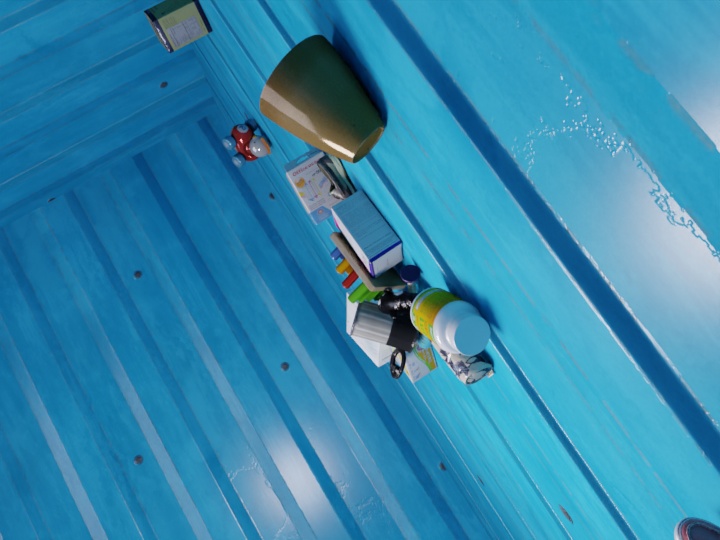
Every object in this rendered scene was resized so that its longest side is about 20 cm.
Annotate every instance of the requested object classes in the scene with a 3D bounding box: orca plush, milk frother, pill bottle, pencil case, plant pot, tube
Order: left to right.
[{"bbox_3d":[-0.057,-0.303,1.099,0.200,0.186,0.186,44,170,5],"label":"plant pot"},{"bbox_3d":[0.060,0.203,1.705,0.187,0.201,0.181,16,173,0],"label":"milk frother"},{"bbox_3d":[0.111,0.103,1.496,0.199,0.071,0.105,5,147,38],"label":"orca plush"},{"bbox_3d":[0.194,0.166,1.638,0.078,0.050,0.200,56,166,23],"label":"tube"},{"bbox_3d":[0.191,0.110,1.231,0.112,0.111,0.200,61,171,-18],"label":"pill bottle"},{"bbox_3d":[0.230,0.183,1.381,0.200,0.089,0.078,53,141,33],"label":"pencil case"}]

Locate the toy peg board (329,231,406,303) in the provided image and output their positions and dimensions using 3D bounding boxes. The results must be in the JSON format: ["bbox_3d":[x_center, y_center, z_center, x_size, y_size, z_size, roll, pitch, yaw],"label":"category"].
[{"bbox_3d":[0.000,0.000,1.635,0.200,0.098,0.200,52,-157,19],"label":"toy peg board"}]

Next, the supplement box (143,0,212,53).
[{"bbox_3d":[-0.744,-1.015,2.354,0.200,0.199,0.135,49,167,46],"label":"supplement box"}]

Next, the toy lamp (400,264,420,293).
[{"bbox_3d":[0.139,0.057,1.533,0.058,0.058,0.200,54,167,29],"label":"toy lamp"}]

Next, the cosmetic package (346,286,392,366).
[{"bbox_3d":[0.053,0.179,1.973,0.199,0.122,0.201,44,145,38],"label":"cosmetic package"}]

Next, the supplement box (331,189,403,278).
[{"bbox_3d":[0.018,-0.097,1.533,0.200,0.103,0.101,54,171,23],"label":"supplement box"}]

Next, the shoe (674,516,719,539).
[{"bbox_3d":[0.475,0.368,0.684,0.200,0.071,0.091,45,163,39],"label":"shoe"}]

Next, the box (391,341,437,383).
[{"bbox_3d":[0.166,0.255,1.882,0.113,0.101,0.201,50,168,43],"label":"box"}]

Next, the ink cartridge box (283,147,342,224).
[{"bbox_3d":[-0.132,-0.253,1.718,0.201,0.128,0.125,59,176,-8],"label":"ink cartridge box"}]

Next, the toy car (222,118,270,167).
[{"bbox_3d":[-0.478,-0.578,2.608,0.199,0.185,0.178,9,136,39],"label":"toy car"}]

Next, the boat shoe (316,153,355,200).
[{"bbox_3d":[-0.060,-0.233,1.621,0.202,0.066,0.072,63,170,-22],"label":"boat shoe"}]
